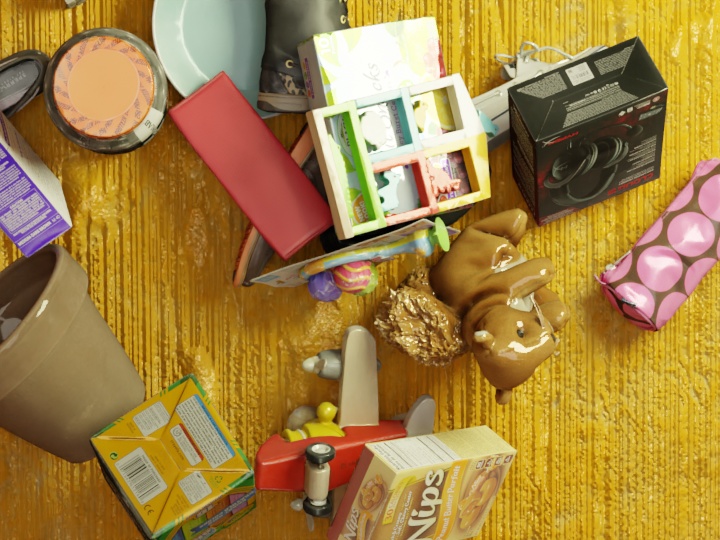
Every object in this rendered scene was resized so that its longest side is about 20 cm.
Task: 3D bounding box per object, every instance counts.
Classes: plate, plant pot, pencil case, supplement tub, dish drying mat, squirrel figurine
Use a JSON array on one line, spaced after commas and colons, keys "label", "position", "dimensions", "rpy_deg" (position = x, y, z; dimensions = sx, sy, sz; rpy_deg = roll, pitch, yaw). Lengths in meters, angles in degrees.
[{"label": "plate", "position": [-0.124, -0.259, 1.744], "dimensions": [0.199, 0.026, 0.202], "rpy_deg": [-1, 95, -15]}, {"label": "plant pot", "position": [-0.319, 0.102, 1.686], "dimensions": [0.200, 0.200, 0.175], "rpy_deg": [-45, 115, -2]}, {"label": "pencil case", "position": [0.347, -0.032, 1.786], "dimensions": [0.094, 0.091, 0.200], "rpy_deg": [41, 86, 0]}, {"label": "supplement tub", "position": [-0.254, -0.179, 1.655], "dimensions": [0.122, 0.200, 0.123], "rpy_deg": [0, 94, -6]}, {"label": "dish drying mat", "position": [-0.112, -0.108, 1.706], "dimensions": [0.077, 0.018, 0.200], "rpy_deg": [-37, 82, -8]}, {"label": "squirrel figurine", "position": [0.118, 0.057, 1.704], "dimensions": [0.199, 0.187, 0.142], "rpy_deg": [-12, 127, 7]}]

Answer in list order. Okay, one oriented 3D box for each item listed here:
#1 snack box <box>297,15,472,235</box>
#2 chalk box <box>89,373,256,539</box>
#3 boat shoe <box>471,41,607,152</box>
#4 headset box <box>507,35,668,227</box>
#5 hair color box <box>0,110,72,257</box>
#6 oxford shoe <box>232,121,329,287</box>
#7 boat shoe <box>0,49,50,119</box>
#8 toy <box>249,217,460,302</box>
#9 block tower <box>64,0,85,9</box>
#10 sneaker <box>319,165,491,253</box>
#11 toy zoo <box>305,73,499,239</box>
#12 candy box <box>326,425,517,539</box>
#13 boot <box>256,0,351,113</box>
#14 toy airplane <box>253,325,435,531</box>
[{"label": "snack box", "position": [0.025, -0.148, 1.675], "dimensions": [0.141, 0.053, 0.201], "rpy_deg": [-13, 92, -22]}, {"label": "chalk box", "position": [-0.187, 0.213, 1.683], "dimensions": [0.124, 0.200, 0.125], "rpy_deg": [-32, 75, -13]}, {"label": "boat shoe", "position": [0.176, -0.204, 1.767], "dimensions": [0.201, 0.075, 0.086], "rpy_deg": [-33, 80, -11]}, {"label": "headset box", "position": [0.237, -0.137, 1.724], "dimensions": [0.148, 0.200, 0.078], "rpy_deg": [-21, 61, -5]}, {"label": "hair color box", "position": [-0.377, -0.120, 1.650], "dimensions": [0.065, 0.109, 0.200], "rpy_deg": [-33, 123, 1]}, {"label": "oxford shoe", "position": [-0.070, -0.062, 1.746], "dimensions": [0.073, 0.071, 0.201], "rpy_deg": [30, 89, -9]}, {"label": "boat shoe", "position": [-0.408, -0.167, 1.711], "dimensions": [0.200, 0.057, 0.067], "rpy_deg": [-36, 96, -3]}, {"label": "toy", "position": [0.000, 0.000, 1.696], "dimensions": [0.199, 0.115, 0.047], "rpy_deg": [-22, 78, 19]}, {"label": "block tower", "position": [-0.232, -0.347, 1.723], "dimensions": [0.199, 0.054, 0.058], "rpy_deg": [-30, 95, -4]}, {"label": "sneaker", "position": [0.054, -0.065, 1.750], "dimensions": [0.199, 0.091, 0.076], "rpy_deg": [-30, 93, -5]}, {"label": "toy zoo", "position": [0.053, -0.119, 1.645], "dimensions": [0.199, 0.020, 0.132], "rpy_deg": [-16, 94, -23]}, {"label": "candy box", "position": [0.066, 0.231, 1.709], "dimensions": [0.055, 0.199, 0.116], "rpy_deg": [37, 115, 34]}, {"label": "boot", "position": [-0.015, -0.243, 1.727], "dimensions": [0.199, 0.073, 0.152], "rpy_deg": [-5, 98, -14]}, {"label": "toy airplane", "position": [-0.017, 0.178, 1.745], "dimensions": [0.200, 0.141, 0.199], "rpy_deg": [-54, 135, -10]}]
